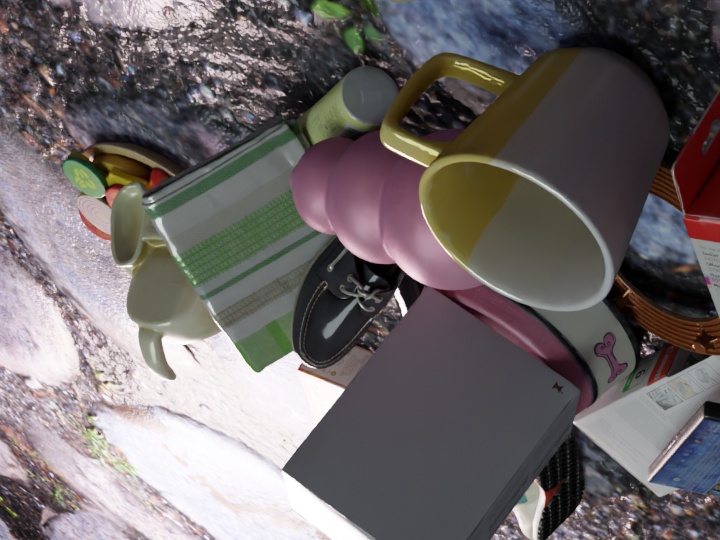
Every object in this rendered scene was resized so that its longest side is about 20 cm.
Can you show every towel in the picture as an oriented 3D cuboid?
[{"bbox_3d":[-0.080,-0.021,1.419,0.200,0.149,0.031,60,-177,-30],"label":"towel"}]

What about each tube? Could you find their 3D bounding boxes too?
[{"bbox_3d":[-0.024,-0.118,1.391,0.200,0.052,0.058,142,115,-67],"label":"tube"}]

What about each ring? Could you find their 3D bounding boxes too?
[{"bbox_3d":[0.228,-0.009,1.269,0.200,0.019,0.201,36,152,22],"label":"ring"}]

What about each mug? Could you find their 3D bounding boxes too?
[{"bbox_3d":[0.129,-0.089,1.151,0.187,0.153,0.149,43,151,-13],"label":"mug"}]

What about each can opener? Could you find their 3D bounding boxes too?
[{"bbox_3d":[0.058,0.031,1.509,0.078,0.063,0.200,1,145,15],"label":"can opener"}]

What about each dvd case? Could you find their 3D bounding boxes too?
[{"bbox_3d":[0.355,0.163,1.360,0.200,0.018,0.143,13,149,-4],"label":"dvd case"}]

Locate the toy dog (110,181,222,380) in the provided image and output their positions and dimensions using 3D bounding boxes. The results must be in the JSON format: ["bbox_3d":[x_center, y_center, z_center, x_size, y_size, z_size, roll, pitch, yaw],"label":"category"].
[{"bbox_3d":[-0.123,0.013,1.566,0.139,0.194,0.200,-5,167,33],"label":"toy dog"}]

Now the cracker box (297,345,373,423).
[{"bbox_3d":[0.041,0.154,1.721,0.200,0.058,0.134,21,150,26],"label":"cracker box"}]

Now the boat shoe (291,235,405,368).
[{"bbox_3d":[0.000,0.000,1.387,0.073,0.200,0.063,29,-169,-9],"label":"boat shoe"}]

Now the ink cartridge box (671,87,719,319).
[{"bbox_3d":[0.284,-0.032,1.110,0.067,0.116,0.200,11,145,38],"label":"ink cartridge box"}]

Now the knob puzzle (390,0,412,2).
[{"bbox_3d":[0.033,-0.263,1.117,0.219,0.030,0.220,27,151,16],"label":"knob puzzle"}]

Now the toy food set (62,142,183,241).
[{"bbox_3d":[-0.216,-0.054,1.689,0.198,0.049,0.200,21,150,24],"label":"toy food set"}]

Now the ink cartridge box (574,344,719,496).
[{"bbox_3d":[0.286,0.117,1.402,0.109,0.050,0.200,40,142,-10],"label":"ink cartridge box"}]

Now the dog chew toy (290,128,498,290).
[{"bbox_3d":[0.032,-0.057,1.287,0.200,0.125,0.125,13,145,31],"label":"dog chew toy"}]

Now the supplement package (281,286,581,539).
[{"bbox_3d":[0.058,0.146,1.346,0.156,0.200,0.111,35,162,15],"label":"supplement package"}]

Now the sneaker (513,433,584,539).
[{"bbox_3d":[0.168,0.197,1.658,0.093,0.070,0.200,39,158,30],"label":"sneaker"}]

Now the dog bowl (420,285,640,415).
[{"bbox_3d":[0.136,0.048,1.403,0.200,0.074,0.200,35,161,14],"label":"dog bowl"}]
